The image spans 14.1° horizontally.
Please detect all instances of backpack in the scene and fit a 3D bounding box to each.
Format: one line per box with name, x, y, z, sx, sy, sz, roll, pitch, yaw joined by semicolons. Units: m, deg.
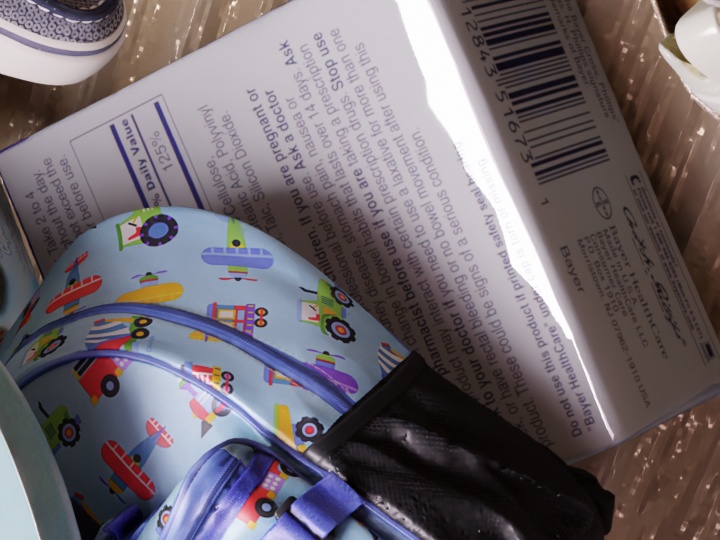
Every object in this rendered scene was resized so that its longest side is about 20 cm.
backpack;-0.048;0.088;0.942;0.200;0.135;0.183;40;125;2

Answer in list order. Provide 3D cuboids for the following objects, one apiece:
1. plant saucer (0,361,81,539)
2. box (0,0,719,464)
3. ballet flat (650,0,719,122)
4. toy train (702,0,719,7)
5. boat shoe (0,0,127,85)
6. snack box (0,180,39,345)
plant saucer;-0.139;0.089;0.922;0.200;0.027;0.200;24;121;48
box;0.000;0.000;1.043;0.200;0.105;0.184;-24;87;31
ballet flat;0.116;-0.106;0.981;0.068;0.067;0.200;-23;99;32
toy train;0.179;-0.151;0.927;0.150;0.056;0.200;39;104;-3
boat shoe;-0.134;-0.147;0.885;0.200;0.075;0.093;41;131;-13
snack box;-0.185;-0.044;1.052;0.037;0.116;0.200;-46;44;21
